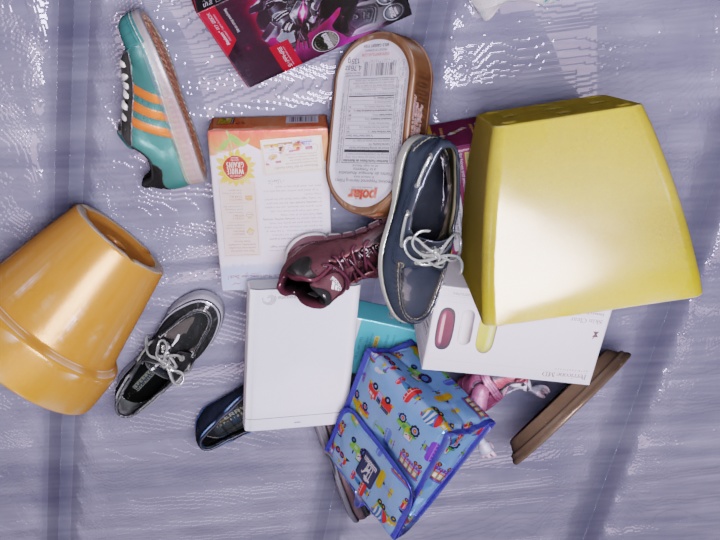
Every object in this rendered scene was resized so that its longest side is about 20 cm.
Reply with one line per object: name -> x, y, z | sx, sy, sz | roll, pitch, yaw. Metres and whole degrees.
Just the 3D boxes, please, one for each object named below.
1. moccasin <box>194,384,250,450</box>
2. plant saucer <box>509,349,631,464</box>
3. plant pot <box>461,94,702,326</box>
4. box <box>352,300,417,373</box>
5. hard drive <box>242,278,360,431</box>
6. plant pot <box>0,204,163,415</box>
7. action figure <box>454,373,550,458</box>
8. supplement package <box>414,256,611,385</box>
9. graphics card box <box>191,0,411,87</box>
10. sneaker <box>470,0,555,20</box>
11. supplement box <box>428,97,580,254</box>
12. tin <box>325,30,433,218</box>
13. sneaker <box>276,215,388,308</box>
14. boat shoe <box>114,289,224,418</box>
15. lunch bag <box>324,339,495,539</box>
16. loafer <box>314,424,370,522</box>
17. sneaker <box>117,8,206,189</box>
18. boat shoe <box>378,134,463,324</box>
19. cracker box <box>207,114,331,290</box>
moccasin -> -0.126, 0.180, 1.143 | 0.200, 0.068, 0.080 | -36, 112, 12
plant saucer -> 0.258, 0.166, 1.100 | 0.029, 0.200, 0.200 | 47, 109, 14
plant pot -> 0.197, -0.071, 0.857 | 0.200, 0.200, 0.177 | -9, 106, 3
box -> -0.032, 0.078, 1.108 | 0.200, 0.049, 0.082 | 12, 115, -8
hard drive -> -0.074, 0.103, 1.063 | 0.132, 0.027, 0.200 | -2, 117, -15
plant pot -> -0.333, 0.031, 1.009 | 0.200, 0.200, 0.183 | 40, 92, -19
action figure -> 0.141, 0.151, 1.110 | 0.149, 0.134, 0.200 | 48, 131, 4
supplement package -> 0.170, 0.041, 1.038 | 0.200, 0.156, 0.111 | 5, 116, -5
graphics card box -> -0.058, -0.278, 0.902 | 0.200, 0.051, 0.125 | -23, 148, 7
sneaker -> 0.207, -0.325, 0.917 | 0.200, 0.075, 0.089 | -17, 128, 13
supplement box -> 0.170, -0.107, 0.995 | 0.200, 0.103, 0.131 | -9, 116, 3
tin -> 0.017, -0.157, 0.945 | 0.112, 0.042, 0.200 | 7, 92, 40
sneaker -> 0.000, 0.000, 0.950 | 0.200, 0.116, 0.076 | -12, 115, 20
boat shoe -> -0.245, 0.109, 1.105 | 0.199, 0.068, 0.074 | -41, 111, 16
lunch bag -> 0.041, 0.211, 1.060 | 0.094, 0.151, 0.200 | -4, 130, -47
loafer -> -0.012, 0.256, 1.187 | 0.063, 0.072, 0.200 | -18, 114, 0
sneaker -> -0.234, -0.178, 0.955 | 0.080, 0.071, 0.200 | -14, 117, 1
boat shoe -> 0.068, -0.037, 0.896 | 0.075, 0.062, 0.200 | 4, 102, -28
cracker box -> -0.102, -0.077, 1.025 | 0.134, 0.058, 0.200 | -2, 115, -2
